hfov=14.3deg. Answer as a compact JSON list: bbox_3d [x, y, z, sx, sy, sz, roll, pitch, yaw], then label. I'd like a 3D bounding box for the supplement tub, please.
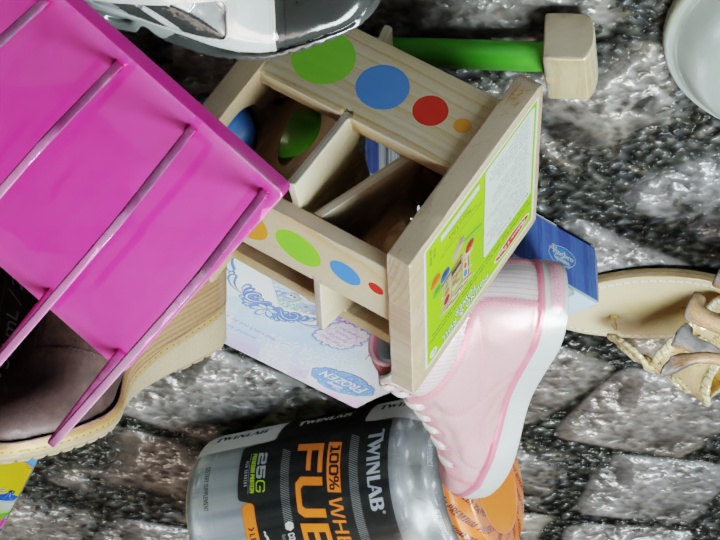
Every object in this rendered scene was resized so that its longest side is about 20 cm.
[{"bbox_3d":[-0.002,0.151,1.861,0.199,0.123,0.123,-13,148,23],"label":"supplement tub"}]

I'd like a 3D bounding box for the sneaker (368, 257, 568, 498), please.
[{"bbox_3d":[0.047,0.060,1.655,0.104,0.076,0.201,2,143,-13],"label":"sneaker"}]

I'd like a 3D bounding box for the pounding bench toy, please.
[{"bbox_3d":[0.013,-0.075,1.471,0.155,0.200,0.124,28,154,18],"label":"pounding bench toy"}]

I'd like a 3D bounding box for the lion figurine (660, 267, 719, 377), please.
[{"bbox_3d":[0.249,0.035,1.615,0.122,0.200,0.073,30,129,9],"label":"lion figurine"}]

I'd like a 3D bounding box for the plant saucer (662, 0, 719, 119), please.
[{"bbox_3d":[0.255,-0.105,1.467,0.199,0.051,0.200,1,151,0],"label":"plant saucer"}]

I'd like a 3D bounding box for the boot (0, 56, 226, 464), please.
[{"bbox_3d":[-0.151,-0.006,1.479,0.072,0.200,0.167,4,115,40],"label":"boot"}]

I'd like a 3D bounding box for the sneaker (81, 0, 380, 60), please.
[{"bbox_3d":[-0.086,-0.156,1.366,0.199,0.074,0.089,5,147,3],"label":"sneaker"}]

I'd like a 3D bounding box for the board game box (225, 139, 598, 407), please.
[{"bbox_3d":[0.000,0.000,1.671,0.198,0.044,0.199,-25,141,36],"label":"board game box"}]

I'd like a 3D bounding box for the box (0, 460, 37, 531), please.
[{"bbox_3d":[-0.300,0.075,1.739,0.199,0.123,0.193,11,150,-15],"label":"box"}]

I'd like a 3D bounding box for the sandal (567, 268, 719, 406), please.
[{"bbox_3d":[0.218,0.047,1.716,0.210,0.070,0.078,0,151,3],"label":"sandal"}]

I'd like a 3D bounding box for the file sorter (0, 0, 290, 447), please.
[{"bbox_3d":[-0.164,-0.038,1.344,0.200,0.126,0.139,41,119,-4],"label":"file sorter"}]

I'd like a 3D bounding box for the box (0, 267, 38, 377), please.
[{"bbox_3d":[-0.294,-0.009,1.531,0.164,0.167,0.200,-17,144,38],"label":"box"}]
